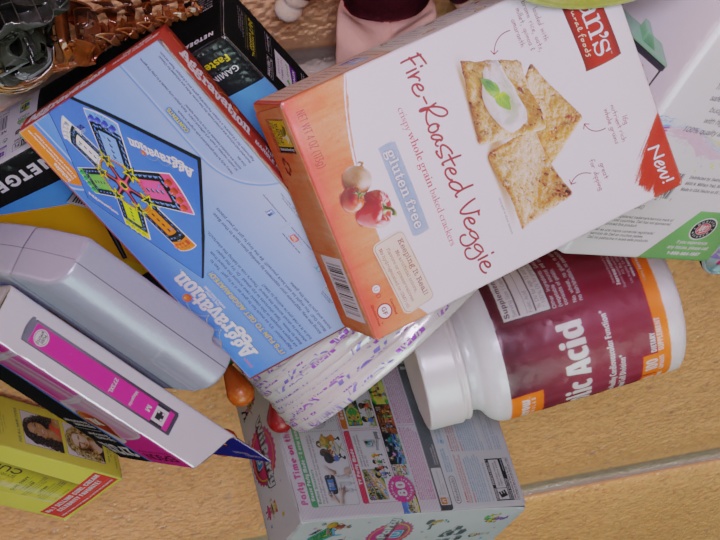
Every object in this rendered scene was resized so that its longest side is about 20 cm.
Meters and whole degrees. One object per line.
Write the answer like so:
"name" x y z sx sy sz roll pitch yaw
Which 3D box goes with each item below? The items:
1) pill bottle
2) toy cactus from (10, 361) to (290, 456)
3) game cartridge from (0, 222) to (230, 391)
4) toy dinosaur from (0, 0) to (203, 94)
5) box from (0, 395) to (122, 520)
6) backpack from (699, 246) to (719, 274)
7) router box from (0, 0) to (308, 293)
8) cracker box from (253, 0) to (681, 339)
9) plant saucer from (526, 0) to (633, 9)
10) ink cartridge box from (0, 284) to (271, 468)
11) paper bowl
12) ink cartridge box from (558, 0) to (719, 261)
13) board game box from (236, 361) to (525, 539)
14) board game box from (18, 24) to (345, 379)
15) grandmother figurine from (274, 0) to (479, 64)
"pill bottle" 0.134 0.047 1.169 0.199 0.115 0.114 -16 148 -5
"toy cactus" -0.140 0.044 1.056 0.199 0.102 0.166 9 120 3
"game cartridge" -0.179 0.021 0.909 0.133 0.042 0.199 34 159 -33
"toy dinosaur" -0.188 -0.134 0.787 0.199 0.102 0.136 -28 167 -20
"box" -0.275 0.132 1.147 0.075 0.050 0.200 -35 144 23
"backpack" 0.337 -0.075 1.074 0.199 0.151 0.178 -11 146 -21
"router box" -0.115 -0.061 0.898 0.199 0.051 0.149 -26 136 22
"cracker box" 0.060 -0.068 0.828 0.199 0.135 0.058 -27 -166 -16
"plant saucer" 0.139 -0.208 0.739 0.199 0.031 0.200 -17 148 -11
"ink cartridge box" -0.153 0.073 0.910 0.200 0.037 0.094 36 159 -30
"paper bowl" 0.000 0.000 0.991 0.200 0.104 0.201 -41 -177 3
"ink cartridge box" 0.202 -0.106 0.946 0.144 0.084 0.200 2 133 -39
"board game box" 0.014 0.140 1.218 0.199 0.148 0.064 2 145 -28
"board game box" -0.082 -0.031 0.849 0.103 0.019 0.200 -29 118 23
"grandmother figurine" 0.012 -0.154 0.865 0.120 0.061 0.201 -7 144 -6
